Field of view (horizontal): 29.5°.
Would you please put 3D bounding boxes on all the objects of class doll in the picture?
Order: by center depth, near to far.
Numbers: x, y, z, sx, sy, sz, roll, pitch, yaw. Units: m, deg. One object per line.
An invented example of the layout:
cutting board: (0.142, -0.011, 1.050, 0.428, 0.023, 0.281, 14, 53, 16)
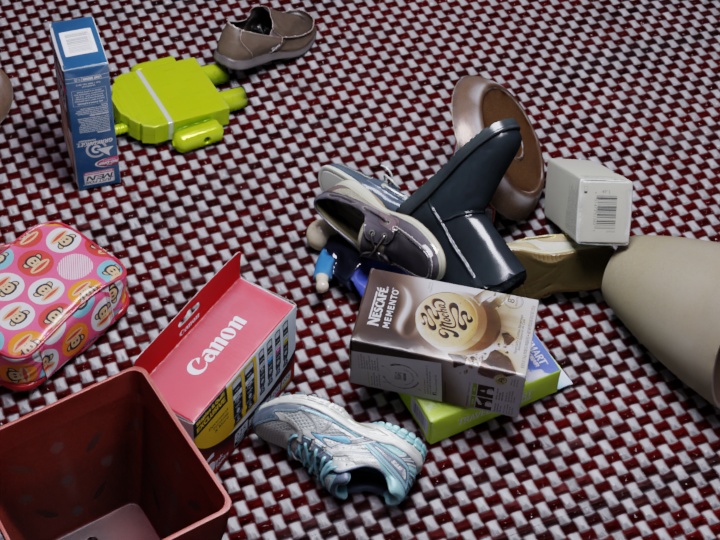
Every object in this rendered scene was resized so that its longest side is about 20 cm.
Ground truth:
doll: (0.000, 0.000, 1.695, 0.135, 0.049, 0.200, -27, 55, -30)

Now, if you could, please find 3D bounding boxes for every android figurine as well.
android figurine: (-0.263, -0.234, 1.897, 0.198, 0.041, 0.183, -20, 53, -24)

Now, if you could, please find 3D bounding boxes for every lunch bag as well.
lunch bag: (-0.391, 0.032, 1.613, 0.175, 0.083, 0.200, 31, 53, 23)

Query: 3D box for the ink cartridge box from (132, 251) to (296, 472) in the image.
ink cartridge box: (-0.156, 0.110, 1.494, 0.083, 0.177, 0.200, 25, 50, 19)

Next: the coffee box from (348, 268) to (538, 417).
coffee box: (0.094, 0.080, 1.543, 0.197, 0.080, 0.114, 10, 49, 7)

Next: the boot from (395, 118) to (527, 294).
boot: (0.154, -0.059, 1.639, 0.169, 0.200, 0.076, 56, 23, 16)

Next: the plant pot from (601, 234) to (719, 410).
plant pot: (0.392, 0.038, 1.621, 0.186, 0.189, 0.199, -32, 43, -29)

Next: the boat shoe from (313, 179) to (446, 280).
boat shoe: (0.020, -0.042, 1.660, 0.064, 0.073, 0.199, -23, 49, -36)

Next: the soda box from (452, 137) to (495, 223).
soda box: (0.153, -0.133, 1.821, 0.069, 0.064, 0.202, 9, 47, 4)

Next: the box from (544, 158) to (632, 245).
box: (0.283, -0.088, 1.712, 0.067, 0.084, 0.200, 2, 13, -4)

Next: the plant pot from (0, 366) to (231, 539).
plant pot: (-0.255, 0.254, 1.354, 0.198, 0.178, 0.200, -24, 53, -23)

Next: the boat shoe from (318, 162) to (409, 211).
boat shoe: (0.034, -0.083, 1.758, 0.199, 0.075, 0.062, 32, 54, 22)

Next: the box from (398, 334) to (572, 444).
box: (0.140, 0.113, 1.603, 0.198, 0.048, 0.122, -19, 52, -20)

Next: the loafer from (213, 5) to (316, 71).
loafer: (-0.128, -0.346, 1.974, 0.073, 0.072, 0.199, 30, 38, 22)

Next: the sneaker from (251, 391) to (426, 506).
sneaker: (-0.030, 0.198, 1.493, 0.197, 0.078, 0.087, 14, 51, 9)

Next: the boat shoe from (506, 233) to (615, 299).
boat shoe: (0.224, -0.008, 1.713, 0.197, 0.075, 0.067, -1, 23, 4)

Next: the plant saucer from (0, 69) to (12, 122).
plant saucer: (-0.582, -0.244, 1.884, 0.197, 0.032, 0.202, 2, 49, -2)

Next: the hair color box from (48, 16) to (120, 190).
hair color box: (-0.355, -0.213, 1.761, 0.060, 0.202, 0.101, -12, 48, -14)

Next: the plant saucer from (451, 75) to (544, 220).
plant saucer: (0.187, -0.165, 1.780, 0.032, 0.200, 0.202, -21, 37, 32)
